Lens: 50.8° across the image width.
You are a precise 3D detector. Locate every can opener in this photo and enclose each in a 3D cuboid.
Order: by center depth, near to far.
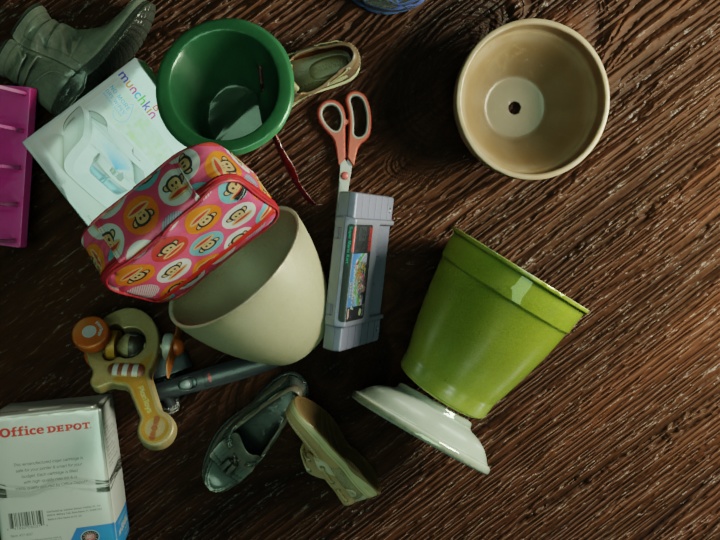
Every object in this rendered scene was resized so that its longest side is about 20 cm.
[{"bbox_3d":[-0.204,0.140,1.015,0.200,0.063,0.079,-11,96,-3],"label":"can opener"}]

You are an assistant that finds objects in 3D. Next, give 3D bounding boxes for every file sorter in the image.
[{"bbox_3d":[-0.497,-0.133,0.915,0.139,0.125,0.200,7,95,16],"label":"file sorter"}]

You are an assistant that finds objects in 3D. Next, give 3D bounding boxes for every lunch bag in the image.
[{"bbox_3d":[-0.199,-0.047,0.880,0.200,0.176,0.082,-37,70,7],"label":"lunch bag"}]

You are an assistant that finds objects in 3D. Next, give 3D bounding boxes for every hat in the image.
[{"bbox_3d":[-0.153,-0.188,0.969,0.165,0.176,0.200,-9,78,1],"label":"hat"}]

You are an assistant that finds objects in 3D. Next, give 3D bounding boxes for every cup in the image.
[{"bbox_3d":[-0.119,0.039,0.963,0.200,0.200,0.143,-39,121,0],"label":"cup"}]

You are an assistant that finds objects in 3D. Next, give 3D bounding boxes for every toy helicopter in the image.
[{"bbox_3d":[-0.275,0.133,0.969,0.132,0.079,0.200,-22,63,-16],"label":"toy helicopter"}]

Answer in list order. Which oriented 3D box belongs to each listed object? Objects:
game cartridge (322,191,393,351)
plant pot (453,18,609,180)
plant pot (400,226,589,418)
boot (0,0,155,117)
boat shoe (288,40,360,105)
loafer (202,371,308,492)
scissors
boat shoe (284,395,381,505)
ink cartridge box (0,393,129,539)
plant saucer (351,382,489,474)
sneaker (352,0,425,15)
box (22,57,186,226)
[{"bbox_3d":[0.000,0.000,0.987,0.038,0.130,0.200,8,96,20],"label":"game cartridge"},{"bbox_3d":[0.215,-0.220,1.000,0.201,0.093,0.201,0,96,-4],"label":"plant pot"},{"bbox_3d":[0.153,0.077,0.976,0.200,0.200,0.193,32,96,-7],"label":"plant pot"},{"bbox_3d":[-0.367,-0.298,0.963,0.131,0.068,0.200,41,90,-2],"label":"boot"},{"bbox_3d":[-0.096,-0.248,0.981,0.202,0.075,0.075,-27,97,-2],"label":"boat shoe"},{"bbox_3d":[-0.147,0.221,1.027,0.072,0.063,0.200,39,91,-7],"label":"loafer"},{"bbox_3d":[-0.014,-0.141,1.028,0.073,0.014,0.200,-7,94,-6],"label":"scissors"},{"bbox_3d":[-0.047,0.249,1.014,0.064,0.071,0.200,-31,118,10],"label":"boat shoe"},{"bbox_3d":[-0.395,0.273,1.001,0.146,0.084,0.200,-5,95,-5],"label":"ink cartridge box"},{"bbox_3d":[0.086,0.192,0.978,0.200,0.200,0.050,31,83,-7],"label":"plant saucer"},{"bbox_3d":[-0.004,-0.384,0.974,0.200,0.078,0.075,12,95,-5],"label":"sneaker"},{"bbox_3d":[-0.283,-0.132,0.968,0.176,0.097,0.200,-36,97,2],"label":"box"}]
